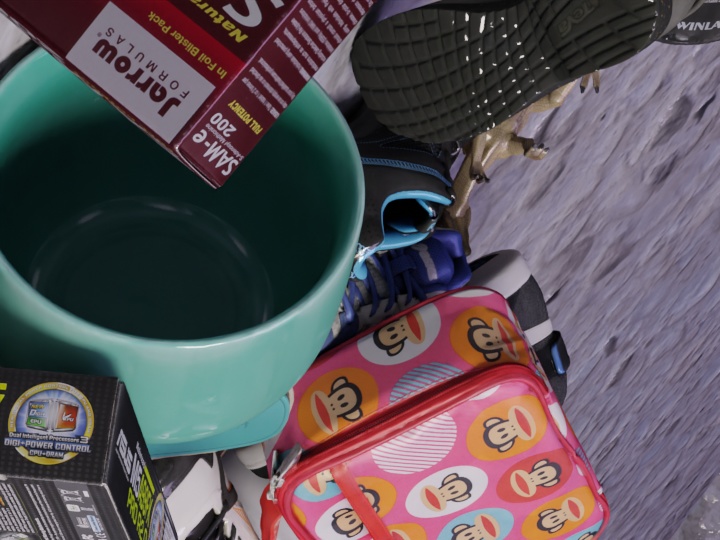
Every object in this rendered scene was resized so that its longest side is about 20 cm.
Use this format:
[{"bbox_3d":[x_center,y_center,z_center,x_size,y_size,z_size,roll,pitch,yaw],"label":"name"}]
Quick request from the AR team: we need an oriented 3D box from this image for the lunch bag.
[{"bbox_3d":[0.027,0.109,1.281,0.176,0.082,0.200,-26,142,4],"label":"lunch bag"}]

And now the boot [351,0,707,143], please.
[{"bbox_3d":[0.103,-0.123,1.190,0.200,0.068,0.131,-14,-169,42],"label":"boot"}]

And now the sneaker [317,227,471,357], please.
[{"bbox_3d":[0.000,0.000,1.283,0.088,0.075,0.200,-19,-179,18],"label":"sneaker"}]

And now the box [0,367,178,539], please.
[{"bbox_3d":[-0.163,0.090,0.968,0.200,0.160,0.044,84,12,-66],"label":"box"}]

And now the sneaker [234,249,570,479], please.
[{"bbox_3d":[0.037,0.085,1.364,0.200,0.112,0.073,-34,-166,-15],"label":"sneaker"}]

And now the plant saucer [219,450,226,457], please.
[{"bbox_3d":[-0.123,0.091,1.271,0.200,0.037,0.201,-44,161,-19],"label":"plant saucer"}]

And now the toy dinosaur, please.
[{"bbox_3d":[0.089,-0.104,1.384,0.200,0.058,0.101,-61,-167,-19],"label":"toy dinosaur"}]

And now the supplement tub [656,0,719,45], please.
[{"bbox_3d":[0.179,-0.219,1.240,0.123,0.122,0.200,-41,161,-29],"label":"supplement tub"}]

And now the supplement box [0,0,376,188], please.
[{"bbox_3d":[-0.034,-0.143,0.883,0.200,0.109,0.061,-51,163,-1],"label":"supplement box"}]

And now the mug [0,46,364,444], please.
[{"bbox_3d":[-0.096,-0.013,0.969,0.114,0.185,0.152,105,5,-59],"label":"mug"}]

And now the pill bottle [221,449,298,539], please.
[{"bbox_3d":[-0.019,0.106,1.443,0.200,0.109,0.109,-47,163,-10],"label":"pill bottle"}]

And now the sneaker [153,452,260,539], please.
[{"bbox_3d":[-0.082,0.138,1.282,0.074,0.080,0.200,-45,161,-11],"label":"sneaker"}]

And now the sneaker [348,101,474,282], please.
[{"bbox_3d":[0.019,-0.048,1.261,0.200,0.082,0.073,-34,154,-48],"label":"sneaker"}]

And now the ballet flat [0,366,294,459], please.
[{"bbox_3d":[-0.128,0.063,1.134,0.200,0.070,0.070,-7,140,-31],"label":"ballet flat"}]
